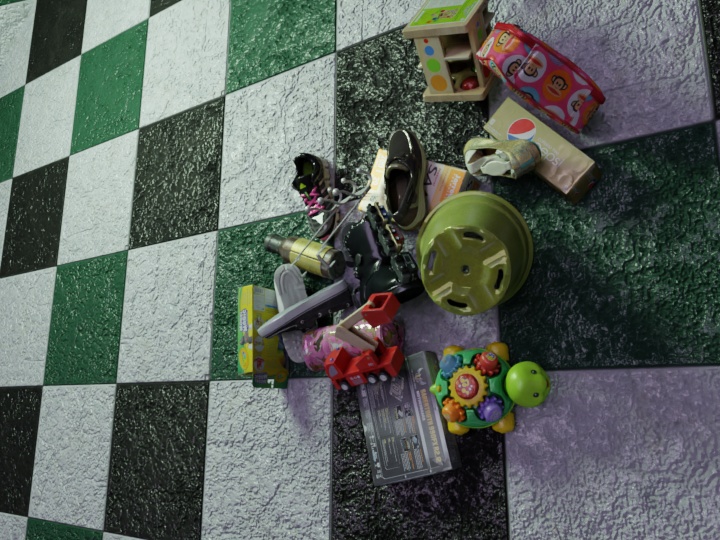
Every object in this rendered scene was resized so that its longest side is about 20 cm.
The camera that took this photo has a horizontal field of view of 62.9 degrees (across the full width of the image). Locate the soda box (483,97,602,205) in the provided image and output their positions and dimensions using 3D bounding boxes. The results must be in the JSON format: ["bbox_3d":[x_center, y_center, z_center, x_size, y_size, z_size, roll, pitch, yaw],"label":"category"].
[{"bbox_3d":[0.302,-0.201,0.985,0.068,0.064,0.201,-49,57,14],"label":"soda box"}]

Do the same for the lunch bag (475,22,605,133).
[{"bbox_3d":[0.280,-0.309,0.942,0.082,0.198,0.177,-53,14,19],"label":"lunch bag"}]

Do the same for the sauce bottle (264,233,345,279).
[{"bbox_3d":[-0.121,-0.036,1.230,0.198,0.064,0.066,21,91,35],"label":"sauce bottle"}]

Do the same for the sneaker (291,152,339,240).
[{"bbox_3d":[-0.102,-0.161,1.231,0.073,0.087,0.204,-20,70,28],"label":"sneaker"}]

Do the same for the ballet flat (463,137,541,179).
[{"bbox_3d":[0.217,-0.185,0.989,0.199,0.070,0.072,21,92,64],"label":"ballet flat"}]

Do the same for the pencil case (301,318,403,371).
[{"bbox_3d":[-0.018,0.140,1.111,0.197,0.082,0.088,-12,85,31],"label":"pencil case"}]

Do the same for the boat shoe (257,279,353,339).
[{"bbox_3d":[-0.103,0.087,1.146,0.198,0.069,0.057,-29,95,-10],"label":"boat shoe"}]

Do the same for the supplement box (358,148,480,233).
[{"bbox_3d":[0.106,-0.139,1.096,0.198,0.073,0.128,21,92,35],"label":"supplement box"}]

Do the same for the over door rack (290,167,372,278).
[{"bbox_3d":[-0.066,-0.094,1.113,0.147,0.066,0.202,-17,44,62],"label":"over door rack"}]

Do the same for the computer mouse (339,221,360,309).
[{"bbox_3d":[0.000,0.000,1.166,0.057,0.034,0.204,-12,76,5],"label":"computer mouse"}]

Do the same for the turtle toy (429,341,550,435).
[{"bbox_3d":[0.202,0.185,0.941,0.197,0.101,0.149,-9,75,23],"label":"turtle toy"}]

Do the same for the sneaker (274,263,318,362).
[{"bbox_3d":[-0.136,0.087,1.216,0.080,0.075,0.204,167,95,-74],"label":"sneaker"}]

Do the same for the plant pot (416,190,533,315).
[{"bbox_3d":[0.170,-0.016,0.917,0.196,0.184,0.205,3,102,15],"label":"plant pot"}]

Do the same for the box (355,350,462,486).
[{"bbox_3d":[0.079,0.261,1.041,0.157,0.048,0.204,-23,68,27],"label":"box"}]

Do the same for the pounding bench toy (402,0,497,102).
[{"bbox_3d":[0.191,-0.419,1.068,0.123,0.157,0.201,9,54,34],"label":"pounding bench toy"}]

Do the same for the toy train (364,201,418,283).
[{"bbox_3d":[0.053,-0.053,1.001,0.201,0.045,0.035,-114,24,-43],"label":"toy train"}]

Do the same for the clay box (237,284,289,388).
[{"bbox_3d":[-0.200,0.141,1.213,0.047,0.114,0.204,-11,73,31],"label":"clay box"}]

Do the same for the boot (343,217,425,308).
[{"bbox_3d":[0.034,-0.018,1.056,0.200,0.075,0.171,144,116,-63],"label":"boot"}]

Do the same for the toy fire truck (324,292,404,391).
[{"bbox_3d":[0.002,0.126,1.006,0.198,0.049,0.142,-20,113,36],"label":"toy fire truck"}]

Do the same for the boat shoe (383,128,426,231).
[{"bbox_3d":[0.075,-0.171,1.035,0.072,0.065,0.203,-21,61,29],"label":"boat shoe"}]
